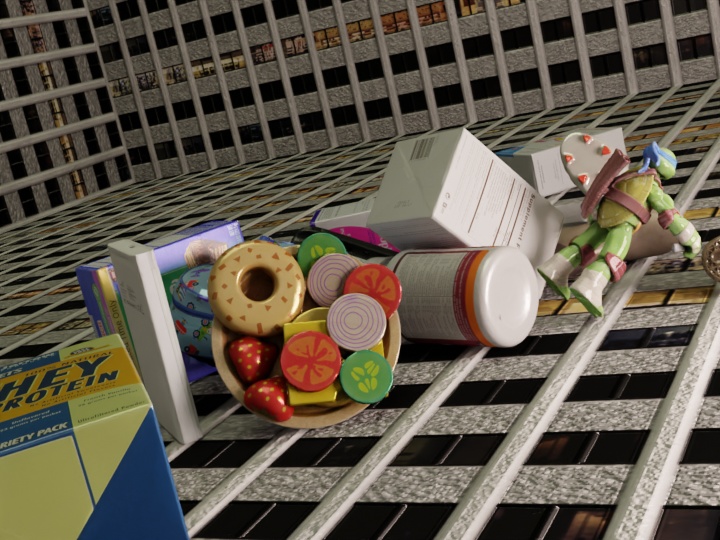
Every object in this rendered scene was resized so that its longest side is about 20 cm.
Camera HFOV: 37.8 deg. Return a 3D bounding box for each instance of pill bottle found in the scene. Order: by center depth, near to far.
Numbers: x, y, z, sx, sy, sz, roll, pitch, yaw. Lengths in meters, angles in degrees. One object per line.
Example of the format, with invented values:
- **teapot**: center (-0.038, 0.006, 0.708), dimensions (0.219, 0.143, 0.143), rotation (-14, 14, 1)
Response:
- **pill bottle**: center (0.091, 0.029, 1.185), dimensions (0.199, 0.111, 0.109), rotation (-1, 18, 43)

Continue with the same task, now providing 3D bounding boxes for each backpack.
- **backpack**: center (-0.122, 0.039, 1.191), dimensions (0.198, 0.136, 0.183), rotation (11, 18, 9)

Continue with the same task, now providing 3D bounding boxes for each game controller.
- **game controller**: center (0.000, 0.000, 1.359), dimensions (0.198, 0.042, 0.105), rotation (17, 45, 2)

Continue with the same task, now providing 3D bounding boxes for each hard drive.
- **hard drive**: center (-0.219, 0.071, 1.114), dimensions (0.026, 0.202, 0.132), rotation (-18, 14, -22)

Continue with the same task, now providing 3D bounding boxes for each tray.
- **tray**: center (0.270, -0.061, 1.482), dimensions (0.107, 0.022, 0.199), rotation (18, -17, -41)

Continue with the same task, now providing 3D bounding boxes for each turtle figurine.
- **turtle figurine**: center (0.310, -0.030, 1.199), dimensions (0.194, 0.144, 0.200), rotation (-47, -25, -5)

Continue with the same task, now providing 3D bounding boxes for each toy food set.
- **toy food set**: center (-0.052, 0.058, 1.057), dimensions (0.196, 0.202, 0.049), rotation (-6, -22, -5)

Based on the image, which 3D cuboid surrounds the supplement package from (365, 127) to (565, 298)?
- **supplement package**: center (0.128, -0.060, 1.259), dimensions (0.121, 0.200, 0.121), rotation (-4, 58, 50)

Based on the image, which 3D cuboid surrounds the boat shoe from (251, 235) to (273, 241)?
- **boat shoe**: center (-0.174, 0.012, 1.425), dimensions (0.200, 0.066, 0.074), rotation (-57, 9, 50)

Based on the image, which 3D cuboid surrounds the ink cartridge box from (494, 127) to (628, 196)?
- **ink cartridge box**: center (0.369, -0.201, 1.936), dimensions (0.198, 0.085, 0.144), rotation (-17, 13, -19)

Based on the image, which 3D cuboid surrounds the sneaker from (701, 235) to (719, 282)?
- **sneaker**: center (0.471, -0.018, 1.141), dimensions (0.198, 0.071, 0.076), rotation (-9, -7, 12)

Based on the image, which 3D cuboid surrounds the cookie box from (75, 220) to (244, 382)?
- **cookie box**: center (-0.226, 0.047, 1.300), dimensions (0.199, 0.173, 0.075), rotation (-23, 13, -33)

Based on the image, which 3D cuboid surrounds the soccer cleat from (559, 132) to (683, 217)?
- **soccer cleat**: center (0.341, -0.104, 1.388), dimensions (0.069, 0.200, 0.078), rotation (-47, -17, 3)

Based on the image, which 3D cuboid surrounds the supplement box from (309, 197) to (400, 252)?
- **supplement box**: center (0.032, -0.056, 1.625), dimensions (0.198, 0.102, 0.103), rotation (-12, 13, 7)

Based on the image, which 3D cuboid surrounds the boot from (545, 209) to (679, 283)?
- **boot**: center (0.288, -0.024, 1.316), dimensions (0.146, 0.071, 0.199), rotation (-25, 11, -34)

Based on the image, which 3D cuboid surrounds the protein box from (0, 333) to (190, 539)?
- **protein box**: center (-0.181, 0.169, 0.664), dimensions (0.134, 0.200, 0.200), rotation (-16, 13, -16)
